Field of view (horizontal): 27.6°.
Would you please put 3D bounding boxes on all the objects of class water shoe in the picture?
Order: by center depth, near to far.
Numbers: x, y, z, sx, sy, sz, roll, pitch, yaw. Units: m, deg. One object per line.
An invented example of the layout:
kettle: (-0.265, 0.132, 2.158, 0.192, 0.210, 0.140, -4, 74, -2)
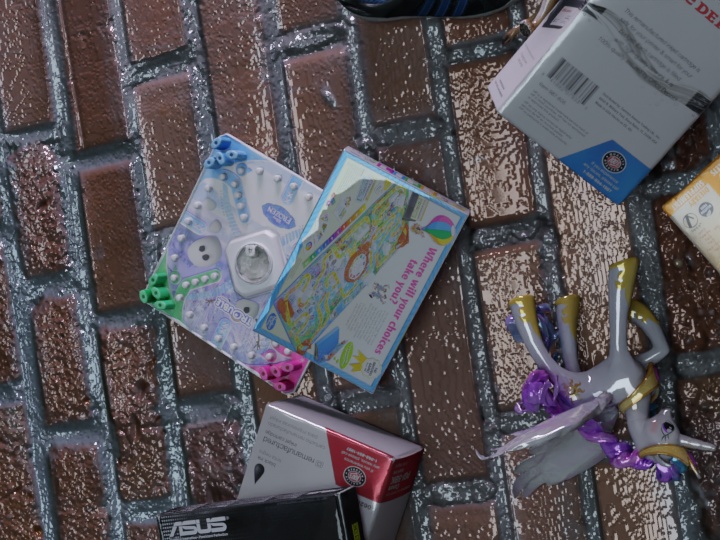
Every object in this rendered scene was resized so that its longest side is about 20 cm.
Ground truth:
water shoe: (0.069, -0.270, 1.369, 0.200, 0.079, 0.072, -9, 88, 22)

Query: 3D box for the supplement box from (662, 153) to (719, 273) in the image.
supplement box: (0.374, -0.022, 1.253, 0.126, 0.074, 0.200, -44, 76, 18)

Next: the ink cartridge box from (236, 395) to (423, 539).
ink cartridge box: (-0.044, 0.243, 1.430, 0.147, 0.083, 0.200, 20, 99, 21)

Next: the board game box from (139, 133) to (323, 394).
board game box: (-0.109, -0.007, 1.480, 0.200, 0.026, 0.200, 31, 103, 18)

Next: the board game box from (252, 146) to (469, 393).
board game box: (0.000, 0.000, 1.410, 0.134, 0.034, 0.200, 28, 102, 1)

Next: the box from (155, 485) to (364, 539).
box: (-0.084, 0.310, 1.379, 0.200, 0.048, 0.193, -9, 92, 23)

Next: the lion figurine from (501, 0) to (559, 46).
lion figurine: (0.170, -0.304, 1.301, 0.072, 0.122, 0.200, 35, 143, 27)

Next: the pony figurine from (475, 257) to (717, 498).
pony figurine: (0.199, 0.112, 1.304, 0.193, 0.167, 0.200, -20, 69, 14)

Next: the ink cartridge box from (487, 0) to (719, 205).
ink cartridge box: (0.231, -0.183, 1.273, 0.145, 0.084, 0.200, 36, 107, -16)
